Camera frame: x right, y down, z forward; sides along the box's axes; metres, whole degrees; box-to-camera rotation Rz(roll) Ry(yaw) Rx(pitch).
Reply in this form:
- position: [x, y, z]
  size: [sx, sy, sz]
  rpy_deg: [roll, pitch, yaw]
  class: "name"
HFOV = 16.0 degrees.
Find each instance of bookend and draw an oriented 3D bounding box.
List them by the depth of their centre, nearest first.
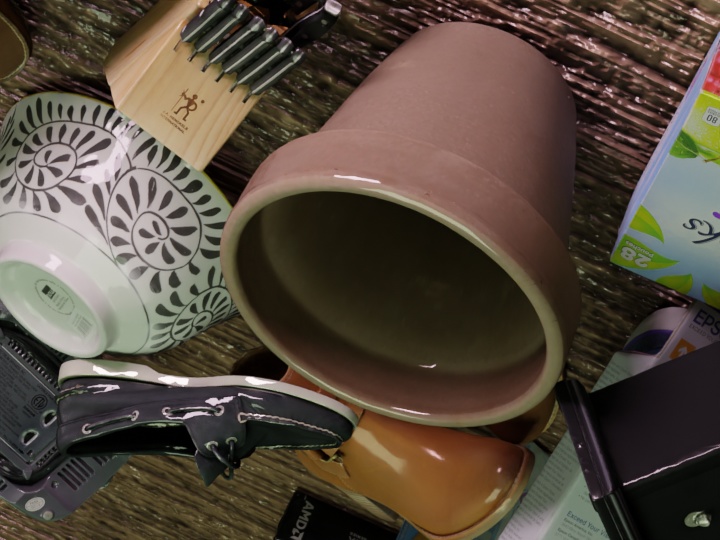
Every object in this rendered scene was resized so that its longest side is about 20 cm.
- position: [0.235, 0.120, 1.426]
  size: [0.199, 0.092, 0.199]
  rpy_deg: [-22, 132, 5]
  class: "bookend"

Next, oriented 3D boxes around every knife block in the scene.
- position: [-0.067, -0.150, 1.469]
  size: [0.064, 0.176, 0.200]
  rpy_deg: [37, -174, -16]
  class: "knife block"

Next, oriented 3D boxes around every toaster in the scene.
- position: [-0.246, 0.068, 1.742]
  size: [0.200, 0.114, 0.129]
  rpy_deg: [45, -177, -27]
  class: "toaster"

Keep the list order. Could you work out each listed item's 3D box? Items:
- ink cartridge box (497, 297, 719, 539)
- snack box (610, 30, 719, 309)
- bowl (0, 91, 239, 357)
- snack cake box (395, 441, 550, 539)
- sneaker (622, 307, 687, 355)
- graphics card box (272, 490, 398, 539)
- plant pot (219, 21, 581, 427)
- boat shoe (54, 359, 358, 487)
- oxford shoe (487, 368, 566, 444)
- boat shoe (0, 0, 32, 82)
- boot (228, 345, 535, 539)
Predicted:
- position: [0.202, 0.132, 1.548]
  size: [0.196, 0.201, 0.043]
  rpy_deg: [32, -178, -33]
  class: "ink cartridge box"
- position: [0.258, -0.032, 1.410]
  size: [0.199, 0.068, 0.169]
  rpy_deg: [25, 145, 1]
  class: "snack box"
- position: [-0.173, -0.008, 1.631]
  size: [0.200, 0.094, 0.201]
  rpy_deg: [26, 147, 18]
  class: "bowl"
- position: [0.068, 0.220, 1.713]
  size: [0.067, 0.201, 0.115]
  rpy_deg: [41, 140, -21]
  class: "snack cake box"
- position: [0.175, 0.134, 1.592]
  size: [0.080, 0.147, 0.201]
  rpy_deg: [20, 143, 6]
  class: "sneaker"
- position: [0.022, 0.248, 1.898]
  size: [0.199, 0.051, 0.126]
  rpy_deg: [25, 144, 2]
  class: "graphics card box"
- position: [0.041, -0.041, 1.432]
  size: [0.199, 0.175, 0.201]
  rpy_deg: [15, 142, 12]
  class: "plant pot"
- position: [-0.102, 0.103, 1.624]
  size: [0.198, 0.067, 0.075]
  rpy_deg: [9, 156, 7]
  class: "boat shoe"
- position: [0.085, 0.059, 1.615]
  size: [0.071, 0.072, 0.201]
  rpy_deg: [8, 146, 16]
  class: "oxford shoe"
- position: [-0.255, -0.150, 1.498]
  size: [0.072, 0.068, 0.200]
  rpy_deg: [-43, 144, 10]
  class: "boat shoe"
- position: [0.009, 0.107, 1.677]
  size: [0.155, 0.074, 0.199]
  rpy_deg: [42, 152, -24]
  class: "boot"
